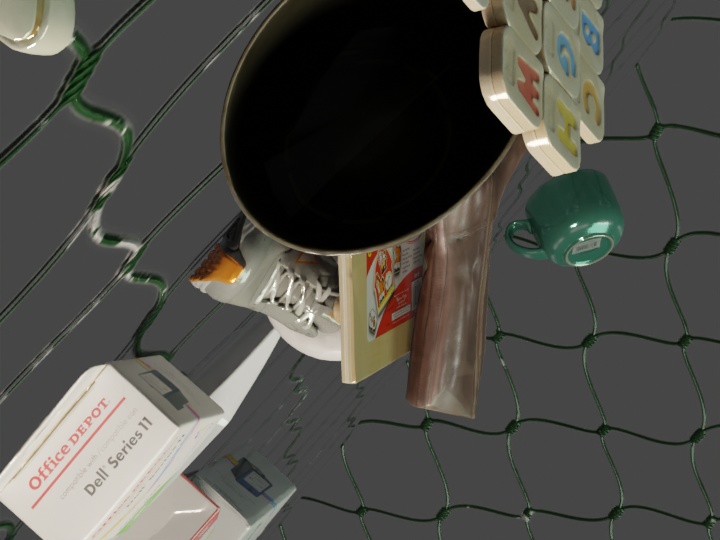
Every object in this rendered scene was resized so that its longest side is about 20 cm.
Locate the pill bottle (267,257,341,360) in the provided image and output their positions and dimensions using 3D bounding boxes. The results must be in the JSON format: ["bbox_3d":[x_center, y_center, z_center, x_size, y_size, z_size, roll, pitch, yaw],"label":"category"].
[{"bbox_3d":[0.000,0.000,1.552,0.117,0.116,0.200,-51,173,13],"label":"pill bottle"}]

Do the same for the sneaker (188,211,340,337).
[{"bbox_3d":[-0.048,0.005,1.350,0.076,0.092,0.200,-50,173,10],"label":"sneaker"}]

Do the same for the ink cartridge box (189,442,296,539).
[{"bbox_3d":[-0.165,0.284,2.208,0.146,0.087,0.200,-51,172,13],"label":"ink cartridge box"}]

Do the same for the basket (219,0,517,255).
[{"bbox_3d":[0.006,-0.076,1.095,0.180,0.136,0.200,-44,177,-6],"label":"basket"}]

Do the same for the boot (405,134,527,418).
[{"bbox_3d":[0.078,-0.004,1.434,0.186,0.064,0.202,-23,114,-63],"label":"boot"}]

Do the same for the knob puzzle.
[{"bbox_3d":[0.010,-0.038,1.368,0.219,0.030,0.222,3,90,-71],"label":"knob puzzle"}]

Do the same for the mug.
[{"bbox_3d":[0.353,-0.069,3.354,0.151,0.115,0.185,14,135,-42],"label":"mug"}]

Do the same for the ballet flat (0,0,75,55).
[{"bbox_3d":[-0.117,-0.066,0.545,0.200,0.070,0.067,-52,173,16],"label":"ballet flat"}]

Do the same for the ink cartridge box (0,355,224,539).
[{"bbox_3d":[-0.166,0.121,1.321,0.117,0.067,0.200,-50,174,4],"label":"ink cartridge box"}]

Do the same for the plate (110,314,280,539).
[{"bbox_3d":[-0.149,0.129,1.654,0.200,0.032,0.200,-45,171,-38],"label":"plate"}]

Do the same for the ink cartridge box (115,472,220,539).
[{"bbox_3d":[-0.204,0.277,1.976,0.117,0.067,0.200,-47,173,-19],"label":"ink cartridge box"}]

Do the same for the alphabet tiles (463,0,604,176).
[{"bbox_3d":[0.085,-0.154,0.991,0.195,0.014,0.202,40,46,-54],"label":"alphabet tiles"}]
